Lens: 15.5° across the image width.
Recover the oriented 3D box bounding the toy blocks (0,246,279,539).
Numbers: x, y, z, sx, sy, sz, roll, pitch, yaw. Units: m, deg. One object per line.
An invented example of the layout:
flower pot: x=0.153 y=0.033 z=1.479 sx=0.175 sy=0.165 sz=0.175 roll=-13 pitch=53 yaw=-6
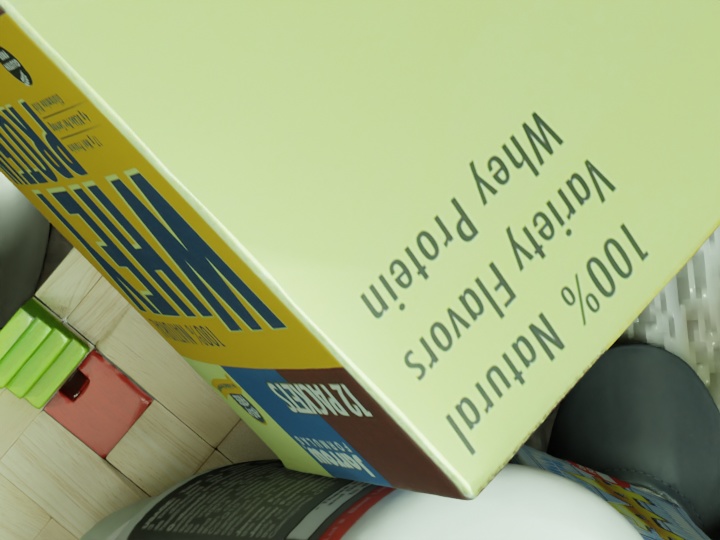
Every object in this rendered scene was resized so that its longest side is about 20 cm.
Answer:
toy blocks: x=-0.051 y=0.049 z=0.854 sx=0.137 sy=0.100 sz=0.200 roll=41 pitch=95 yaw=-4

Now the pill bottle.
pill bottle: x=-0.009 y=0.109 z=0.723 sx=0.200 sy=0.116 sz=0.116 roll=-6 pitch=109 yaw=62

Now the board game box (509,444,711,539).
board game box: x=0.107 y=0.141 z=0.793 sx=0.200 sy=0.062 sz=0.200 roll=-12 pitch=111 yaw=-14

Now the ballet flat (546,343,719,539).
ballet flat: x=0.088 y=0.126 z=0.850 sx=0.073 sy=0.073 sz=0.200 roll=5 pitch=107 yaw=16

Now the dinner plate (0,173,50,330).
dinner plate: x=-0.203 y=-0.035 z=0.919 sx=0.200 sy=0.024 sz=0.200 roll=5 pitch=106 yaw=16

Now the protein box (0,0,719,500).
protein box: x=0.001 y=-0.086 z=0.645 sx=0.200 sy=0.135 sz=0.199 roll=47 pitch=75 yaw=-13
